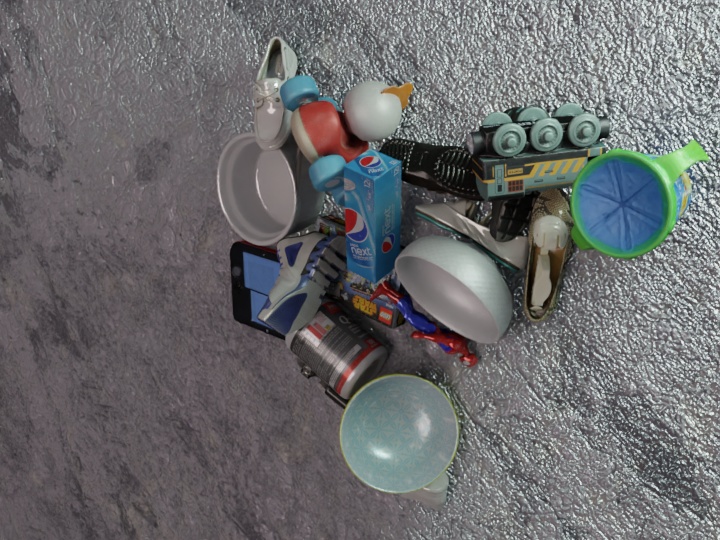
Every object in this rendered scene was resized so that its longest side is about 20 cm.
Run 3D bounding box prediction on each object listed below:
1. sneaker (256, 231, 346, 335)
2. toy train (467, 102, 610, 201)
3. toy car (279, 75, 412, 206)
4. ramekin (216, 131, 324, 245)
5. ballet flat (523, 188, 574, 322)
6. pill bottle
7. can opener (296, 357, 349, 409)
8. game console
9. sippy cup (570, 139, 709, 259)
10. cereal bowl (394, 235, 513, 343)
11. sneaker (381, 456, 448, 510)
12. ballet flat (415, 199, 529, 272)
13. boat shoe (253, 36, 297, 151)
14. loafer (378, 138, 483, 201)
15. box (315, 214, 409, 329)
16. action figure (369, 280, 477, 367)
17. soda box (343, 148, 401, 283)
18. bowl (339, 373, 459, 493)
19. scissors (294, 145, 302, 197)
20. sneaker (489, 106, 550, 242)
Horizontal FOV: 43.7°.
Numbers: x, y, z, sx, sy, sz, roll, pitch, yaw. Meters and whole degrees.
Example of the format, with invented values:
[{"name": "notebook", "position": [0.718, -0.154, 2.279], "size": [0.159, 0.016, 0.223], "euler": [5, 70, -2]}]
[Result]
[{"name": "sneaker", "position": [-0.111, 0.010, 1.548], "size": [0.200, 0.081, 0.115], "euler": [-52, 43, -9]}, {"name": "toy train", "position": [0.242, -0.160, 1.224], "size": [0.085, 0.199, 0.115], "euler": [-114, 17, -63]}, {"name": "toy car", "position": [0.003, -0.236, 1.441], "size": [0.199, 0.177, 0.185], "euler": [-25, 71, 14]}, {"name": "ramekin", "position": [-0.157, -0.152, 1.611], "size": [0.200, 0.098, 0.202], "euler": [13, 111, 37]}, {"name": "ballet flat", "position": [0.271, -0.017, 1.299], "size": [0.067, 0.075, 0.201], "euler": [10, 110, 13]}, {"name": "pill bottle", "position": [-0.059, 0.122, 1.583], "size": [0.200, 0.116, 0.116], "euler": [40, 125, 17]}, {"name": "can opener", "position": [-0.032, 0.205, 1.646], "size": [0.200, 0.067, 0.053], "euler": [38, 130, 10]}, {"name": "game console", "position": [-0.177, 0.042, 1.730], "size": [0.199, 0.031, 0.178], "euler": [18, 113, 36]}, {"name": "sippy cup", "position": [0.361, -0.095, 1.163], "size": [0.177, 0.130, 0.140], "euler": [2, 105, 40]}, {"name": "cereal bowl", "position": [0.153, 0.017, 1.372], "size": [0.200, 0.083, 0.200], "euler": [35, 160, 14]}, {"name": "sneaker", "position": [0.067, 0.358, 1.594], "size": [0.200, 0.075, 0.089], "euler": [31, 140, 33]}, {"name": "ballet flat", "position": [0.178, -0.069, 1.381], "size": [0.200, 0.069, 0.070], "euler": [32, 121, 25]}, {"name": "boat shoe", "position": [-0.153, -0.302, 1.522], "size": [0.070, 0.069, 0.201], "euler": [-2, 70, 14]}, {"name": "loafer", "position": [0.127, -0.155, 1.394], "size": [0.199, 0.071, 0.073], "euler": [22, 83, 21]}, {"name": "box", "position": [0.000, 0.000, 1.560], "size": [0.199, 0.040, 0.138], "euler": [25, 117, 33]}, {"name": "action figure", "position": [0.106, 0.092, 1.462], "size": [0.200, 0.065, 0.052], "euler": [34, 99, 8]}, {"name": "soda box", "position": [0.020, -0.084, 1.411], "size": [0.064, 0.068, 0.201], "euler": [26, 136, 31]}, {"name": "bowl", "position": [0.059, 0.268, 1.528], "size": [0.108, 0.199, 0.201], "euler": [-169, 63, -84]}, {"name": "scissors", "position": [-0.099, -0.220, 1.537], "size": [0.014, 0.073, 0.201], "euler": [-5, 85, 16]}, {"name": "sneaker", "position": [0.221, -0.142, 1.314], "size": [0.079, 0.075, 0.201], "euler": [25, 104, 46]}]
